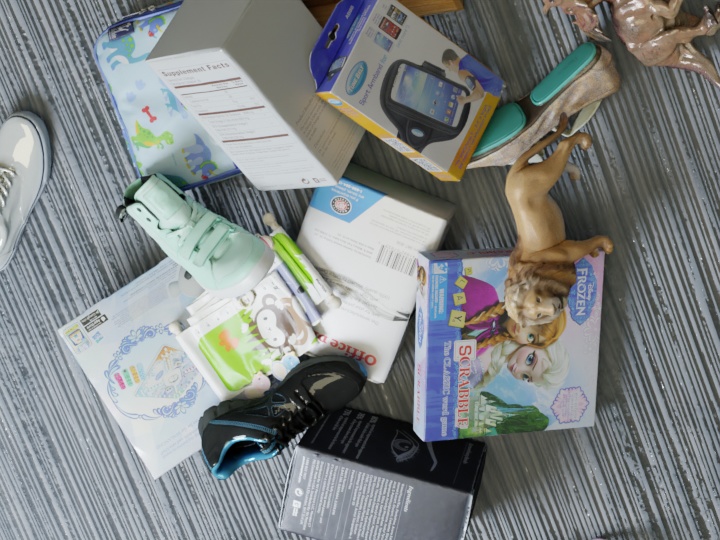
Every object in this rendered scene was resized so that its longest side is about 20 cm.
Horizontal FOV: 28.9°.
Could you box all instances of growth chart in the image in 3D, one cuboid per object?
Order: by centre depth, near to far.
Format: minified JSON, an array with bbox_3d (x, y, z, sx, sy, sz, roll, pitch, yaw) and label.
[{"bbox_3d":[-0.112,0.054,1.507,0.145,0.018,0.200,46,111,2],"label":"growth chart"}]

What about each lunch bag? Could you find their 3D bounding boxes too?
[{"bbox_3d":[-0.186,-0.192,1.514,0.160,0.082,0.201,-13,102,12],"label":"lunch bag"}]

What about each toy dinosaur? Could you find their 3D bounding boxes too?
[{"bbox_3d":[0.282,-0.249,1.401,0.135,0.086,0.200,-33,112,28],"label":"toy dinosaur"}]

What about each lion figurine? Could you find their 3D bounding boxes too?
[{"bbox_3d":[0.183,-0.050,1.410,0.122,0.072,0.201,-16,93,-16],"label":"lion figurine"}]

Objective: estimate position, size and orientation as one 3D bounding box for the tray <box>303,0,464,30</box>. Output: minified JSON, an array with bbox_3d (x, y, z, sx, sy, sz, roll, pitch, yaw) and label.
[{"bbox_3d":[-0.001,-0.286,1.437,0.199,0.099,0.037,-6,79,14],"label":"tray"}]

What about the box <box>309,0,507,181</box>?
[{"bbox_3d":[0.045,-0.189,1.403,0.200,0.041,0.119,32,79,-30],"label":"box"}]

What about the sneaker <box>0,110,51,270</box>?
[{"bbox_3d":[-0.407,-0.083,1.592,0.073,0.071,0.200,20,107,7],"label":"sneaker"}]

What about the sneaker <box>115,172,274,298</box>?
[{"bbox_3d":[-0.178,-0.041,1.445,0.074,0.200,0.118,-53,128,-13],"label":"sneaker"}]

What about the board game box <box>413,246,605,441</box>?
[{"bbox_3d":[0.157,0.075,1.483,0.199,0.041,0.201,-4,105,-16],"label":"board game box"}]

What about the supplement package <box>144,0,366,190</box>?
[{"bbox_3d":[-0.095,-0.189,1.407,0.117,0.117,0.200,-1,141,42],"label":"supplement package"}]

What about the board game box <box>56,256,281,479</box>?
[{"bbox_3d":[-0.200,0.095,1.563,0.200,0.043,0.199,-33,90,-6],"label":"board game box"}]

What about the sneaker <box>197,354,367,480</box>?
[{"bbox_3d":[-0.079,0.161,1.492,0.200,0.082,0.073,-28,125,11],"label":"sneaker"}]

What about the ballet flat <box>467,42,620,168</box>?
[{"bbox_3d":[0.186,-0.153,1.454,0.200,0.068,0.067,-35,122,20],"label":"ballet flat"}]

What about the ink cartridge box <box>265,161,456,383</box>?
[{"bbox_3d":[0.000,0.000,1.519,0.144,0.084,0.200,23,107,6],"label":"ink cartridge box"}]

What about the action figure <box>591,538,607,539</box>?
[{"bbox_3d":[0.231,0.410,1.585,0.149,0.134,0.200,-28,115,-25],"label":"action figure"}]

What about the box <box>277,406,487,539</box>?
[{"bbox_3d":[0.028,0.237,1.540,0.199,0.148,0.105,15,107,9],"label":"box"}]
